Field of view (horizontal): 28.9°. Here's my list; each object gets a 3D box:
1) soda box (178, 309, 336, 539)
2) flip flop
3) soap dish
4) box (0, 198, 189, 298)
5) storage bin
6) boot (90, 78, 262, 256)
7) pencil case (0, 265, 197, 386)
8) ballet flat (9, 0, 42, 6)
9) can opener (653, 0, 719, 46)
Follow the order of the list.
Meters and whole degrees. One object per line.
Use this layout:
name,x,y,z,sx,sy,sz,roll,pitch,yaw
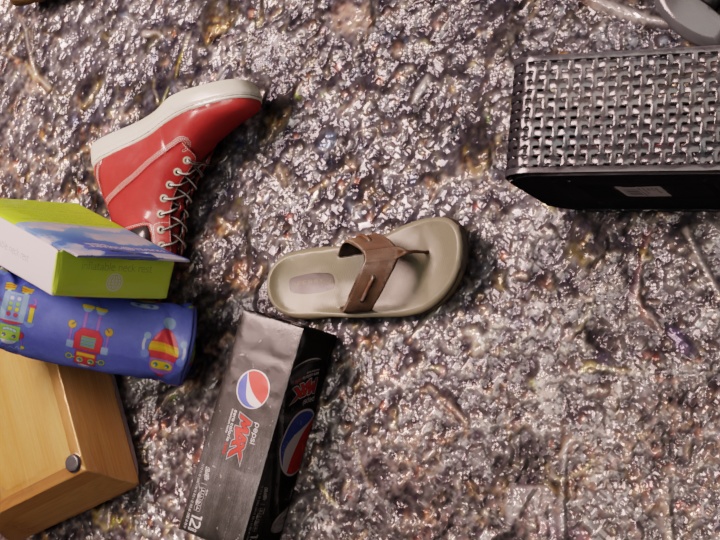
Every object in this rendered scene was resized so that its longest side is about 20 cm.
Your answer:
soda box,-0.088,0.141,1.217,0.070,0.063,0.202,16,89,28
flip flop,0.000,0.000,1.198,0.199,0.057,0.082,-7,78,27
soap dish,-0.306,0.137,1.324,0.157,0.081,0.201,-26,71,21
box,-0.258,-0.019,1.246,0.199,0.121,0.048,24,106,45
storage bin,0.221,-0.102,1.054,0.199,0.135,0.095,0,81,28
boot,-0.159,-0.081,1.294,0.199,0.072,0.145,-25,70,31
pencil case,-0.240,0.049,1.255,0.198,0.087,0.079,12,113,-7
ballet flat,-0.274,-0.330,1.409,0.072,0.068,0.200,42,98,7
can opener,0.230,-0.258,1.125,0.067,0.053,0.200,-49,63,13
